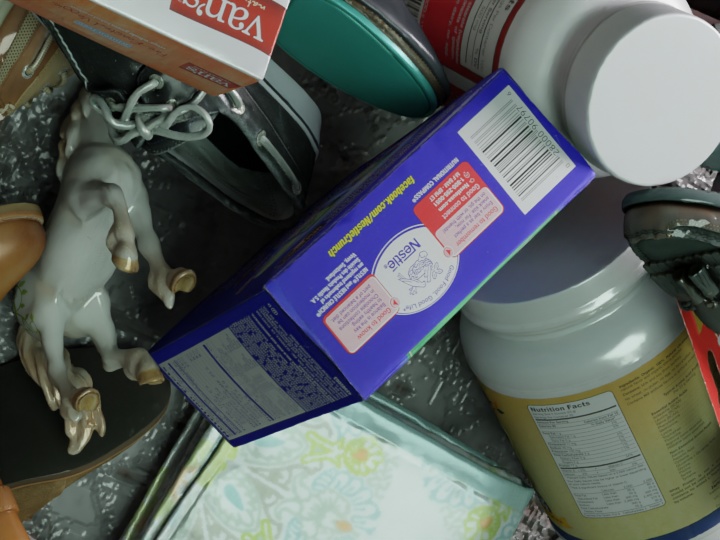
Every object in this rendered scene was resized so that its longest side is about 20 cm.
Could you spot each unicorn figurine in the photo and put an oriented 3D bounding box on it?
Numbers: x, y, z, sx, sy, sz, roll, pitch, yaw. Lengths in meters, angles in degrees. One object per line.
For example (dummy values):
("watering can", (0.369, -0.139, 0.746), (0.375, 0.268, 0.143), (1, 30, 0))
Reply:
("unicorn figurine", (-0.127, -0.019, 1.092), (0.074, 0.138, 0.200), (22, 113, -42))

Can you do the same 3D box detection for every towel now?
("towel", (-0.024, 0.148, 1.220), (0.199, 0.048, 0.172), (30, 95, -17))

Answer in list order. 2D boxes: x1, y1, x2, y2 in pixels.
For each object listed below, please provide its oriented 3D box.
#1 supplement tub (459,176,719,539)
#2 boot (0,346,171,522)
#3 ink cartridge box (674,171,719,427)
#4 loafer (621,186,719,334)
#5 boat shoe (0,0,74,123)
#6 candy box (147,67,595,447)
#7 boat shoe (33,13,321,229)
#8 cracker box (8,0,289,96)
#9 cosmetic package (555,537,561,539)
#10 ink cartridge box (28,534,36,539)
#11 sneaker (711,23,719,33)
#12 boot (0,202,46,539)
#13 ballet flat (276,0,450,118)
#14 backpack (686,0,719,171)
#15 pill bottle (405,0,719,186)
("supplement tub", (0.141, 0.053, 1.235), (0.144, 0.144, 0.201), (-35, 121, -11))
("boot", (-0.189, 0.106, 1.145), (0.199, 0.074, 0.076), (-28, 149, -19))
("ink cartridge box", (0.232, 0.032, 1.213), (0.050, 0.200, 0.162), (-14, 110, 23))
("loafer", (0.202, 0.011, 1.107), (0.200, 0.072, 0.063), (20, 71, -44))
("boat shoe", (-0.168, -0.109, 1.055), (0.072, 0.076, 0.201), (20, 101, -34))
("candy box", (0.000, 0.000, 1.088), (0.169, 0.200, 0.077), (-43, 97, -22))
("boat shoe", (-0.091, -0.085, 1.025), (0.073, 0.068, 0.199), (-14, 143, 28))
("cracker box", (-0.079, -0.195, 0.957), (0.133, 0.058, 0.201), (23, 77, -24))
("cosmetic package", (0.165, 0.252, 1.380), (0.082, 0.051, 0.200), (-39, 122, -11))
("ink cartridge box", (-0.194, 0.261, 1.179), (0.200, 0.083, 0.146), (-49, 123, -3))
("sneaker", (0.254, -0.071, 1.138), (0.090, 0.067, 0.200), (-27, 133, 13))
("boot", (-0.199, 0.077, 1.062), (0.200, 0.155, 0.074), (-40, 162, 3))
("ballet flat", (-0.036, -0.145, 1.041), (0.199, 0.073, 0.073), (26, 96, -17))
("backpack", (0.252, -0.134, 1.218), (0.199, 0.167, 0.127), (-10, 119, -17))
("pill bottle", (0.100, -0.113, 1.115), (0.112, 0.200, 0.113), (-10, 114, -24))
